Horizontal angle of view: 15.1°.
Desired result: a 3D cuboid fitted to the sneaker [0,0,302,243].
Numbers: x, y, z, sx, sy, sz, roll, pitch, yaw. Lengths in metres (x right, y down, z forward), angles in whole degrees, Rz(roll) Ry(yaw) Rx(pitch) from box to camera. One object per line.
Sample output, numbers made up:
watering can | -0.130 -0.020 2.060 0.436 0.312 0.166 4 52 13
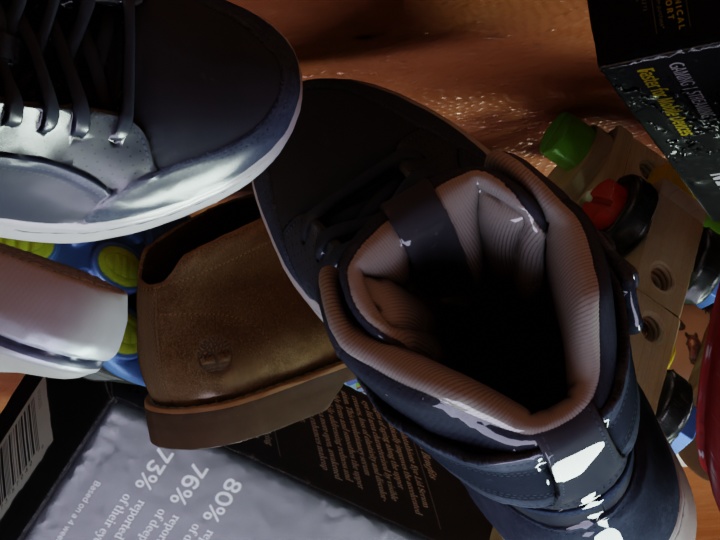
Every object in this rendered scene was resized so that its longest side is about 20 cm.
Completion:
sneaker | -0.095 -0.058 0.696 0.201 0.078 0.146 0 169 -19

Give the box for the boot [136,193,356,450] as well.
boot | 0.000 0.000 1.025 0.199 0.076 0.073 -21 -164 -38

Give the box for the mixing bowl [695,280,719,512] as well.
mixing bowl | 0.158 0.025 0.750 0.108 0.201 0.200 14 175 21

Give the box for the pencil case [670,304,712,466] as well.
pencil case | 0.160 0.047 1.279 0.198 0.090 0.078 -5 139 -8

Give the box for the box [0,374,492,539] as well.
box | -0.060 0.117 1.132 0.199 0.105 0.148 27 112 -24

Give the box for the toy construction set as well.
toy construction set | 0.072 0.033 0.946 0.092 0.201 0.131 20 147 -27

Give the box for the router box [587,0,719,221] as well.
router box | 0.157 -0.070 0.811 0.148 0.051 0.200 -11 166 15

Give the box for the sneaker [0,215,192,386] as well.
sneaker | -0.132 0.003 0.998 0.199 0.071 0.082 7 176 -41

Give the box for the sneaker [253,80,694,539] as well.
sneaker | 0.017 -0.009 0.775 0.077 0.203 0.146 -38 148 -1

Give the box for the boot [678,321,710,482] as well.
boot | 0.205 -0.009 0.981 0.199 0.074 0.155 -28 -168 34

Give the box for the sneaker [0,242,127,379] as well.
sneaker | -0.152 0.017 0.701 0.199 0.071 0.073 8 177 24

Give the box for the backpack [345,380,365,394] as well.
backpack | -0.065 0.097 1.268 0.181 0.136 0.200 -7 164 3
